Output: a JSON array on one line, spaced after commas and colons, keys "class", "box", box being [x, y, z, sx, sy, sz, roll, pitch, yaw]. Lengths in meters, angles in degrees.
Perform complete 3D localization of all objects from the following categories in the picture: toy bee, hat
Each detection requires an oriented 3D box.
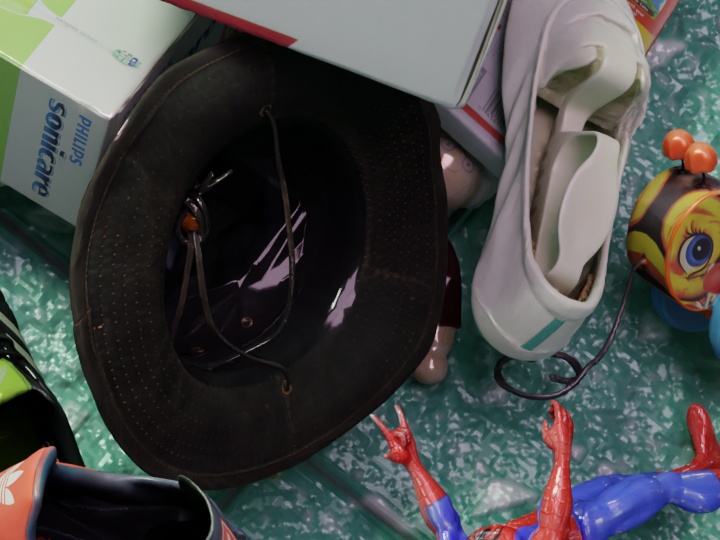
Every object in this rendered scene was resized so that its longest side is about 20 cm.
[{"class": "toy bee", "box": [0.166, -0.008, 0.976, 0.131, 0.109, 0.200, 23, 31, 38]}, {"class": "hat", "box": [-0.055, -0.011, 0.876, 0.200, 0.081, 0.201, -13, 109, -43]}]

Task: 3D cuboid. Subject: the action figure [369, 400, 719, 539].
[{"class": "action figure", "box": [0.085, 0.079, 0.922, 0.200, 0.065, 0.099, -26, 98, -36]}]

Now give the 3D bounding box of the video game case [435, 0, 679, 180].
[{"class": "video game case", "box": [0.078, -0.144, 1.007, 0.143, 0.017, 0.200, 41, 60, -13]}]

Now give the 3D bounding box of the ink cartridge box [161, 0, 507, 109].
[{"class": "ink cartridge box", "box": [-0.002, -0.163, 0.866, 0.146, 0.083, 0.200, 20, 32, -1]}]

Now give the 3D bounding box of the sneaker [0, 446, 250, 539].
[{"class": "sneaker", "box": [-0.052, 0.122, 0.806, 0.200, 0.085, 0.075, 22, 44, -20]}]

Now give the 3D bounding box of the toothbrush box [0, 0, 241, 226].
[{"class": "toothbrush box", "box": [-0.156, -0.135, 0.924, 0.200, 0.086, 0.146, 29, 55, 5]}]

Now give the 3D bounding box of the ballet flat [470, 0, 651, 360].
[{"class": "ballet flat", "box": [0.094, -0.058, 0.941, 0.069, 0.069, 0.200, 15, 67, -9]}]

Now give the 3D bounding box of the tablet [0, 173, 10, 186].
[{"class": "tablet", "box": [-0.182, -0.087, 0.947, 0.200, 0.014, 0.130, -12, 63, -22]}]

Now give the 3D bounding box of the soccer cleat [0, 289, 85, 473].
[{"class": "soccer cleat", "box": [-0.156, 0.043, 0.892, 0.067, 0.081, 0.200, -26, 76, -24]}]

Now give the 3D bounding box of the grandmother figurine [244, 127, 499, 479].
[{"class": "grandmother figurine", "box": [0.000, 0.000, 0.966, 0.121, 0.061, 0.200, 49, 63, -21]}]
